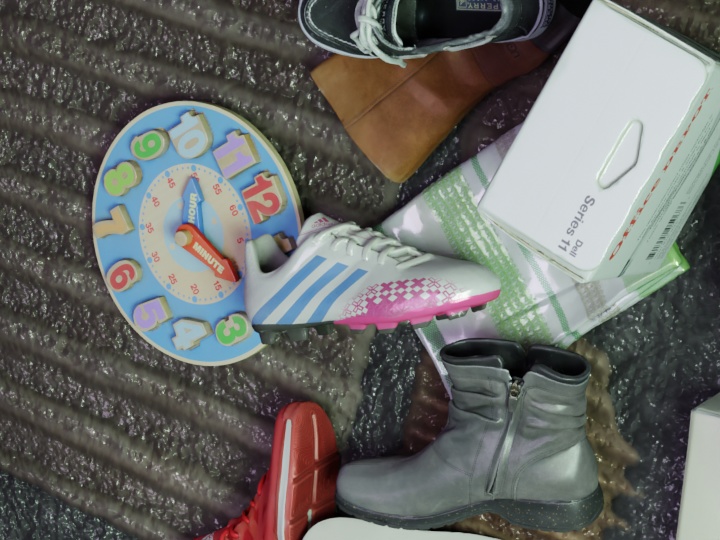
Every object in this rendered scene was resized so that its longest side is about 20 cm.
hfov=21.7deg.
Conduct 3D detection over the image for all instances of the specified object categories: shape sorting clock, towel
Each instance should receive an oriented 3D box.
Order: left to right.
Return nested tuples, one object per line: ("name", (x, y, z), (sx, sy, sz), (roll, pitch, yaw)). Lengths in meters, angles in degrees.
("shape sorting clock", (-0.125, -0.027, 1.405), (0.199, 0.039, 0.202), (5, 100, 29))
("towel", (0.108, -0.013, 1.283), (0.200, 0.031, 0.150), (-35, 81, 29))

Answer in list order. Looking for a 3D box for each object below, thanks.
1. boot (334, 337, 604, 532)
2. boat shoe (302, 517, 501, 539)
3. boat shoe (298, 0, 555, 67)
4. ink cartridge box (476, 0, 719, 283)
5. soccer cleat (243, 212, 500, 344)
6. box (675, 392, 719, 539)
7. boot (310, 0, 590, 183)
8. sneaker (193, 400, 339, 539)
("boot", (0.068, 0.106, 1.285), (0.199, 0.070, 0.132), (-3, 116, 18))
("boat shoe", (0.052, 0.232, 1.333), (0.199, 0.072, 0.069), (6, 139, 10))
("boat shoe", (0.027, -0.167, 1.217), (0.198, 0.068, 0.074), (10, 110, 37))
("ink cartridge box", (0.161, -0.076, 1.129), (0.083, 0.200, 0.147), (32, 101, 16))
("soccer cleat", (0.000, 0.000, 1.290), (0.199, 0.070, 0.087), (-8, 93, 31))
("box", (0.248, 0.186, 1.214), (0.082, 0.068, 0.201), (13, 104, 27))
("boot", (0.040, -0.188, 1.288), (0.200, 0.068, 0.189), (-37, 87, 36))
("sneaker", (-0.083, 0.188, 1.397), (0.115, 0.078, 0.202), (9, 101, 26))
